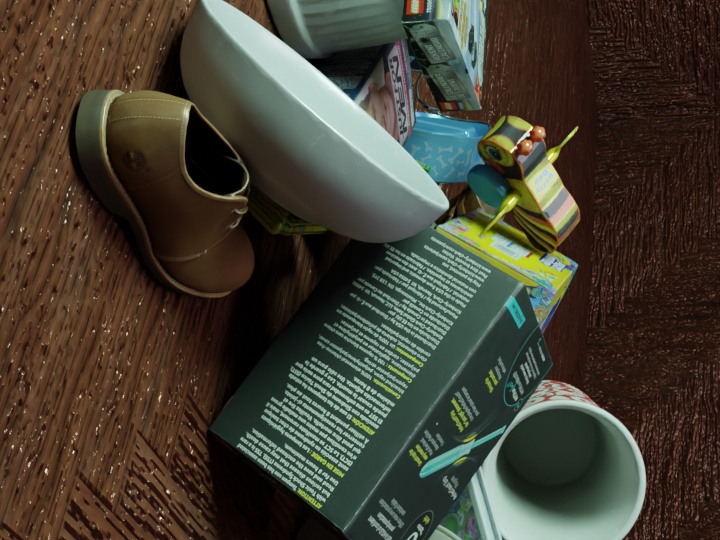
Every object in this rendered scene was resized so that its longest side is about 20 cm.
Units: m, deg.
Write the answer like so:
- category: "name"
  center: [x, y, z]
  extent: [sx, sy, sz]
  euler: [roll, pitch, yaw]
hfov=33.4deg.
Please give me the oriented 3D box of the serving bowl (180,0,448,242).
- category: "serving bowl"
  center: [-0.039, -0.082, 0.753]
  extent: [0.066, 0.200, 0.200]
  euler: [-49, 169, 12]

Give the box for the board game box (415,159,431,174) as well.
- category: "board game box"
  center: [0.000, 0.000, 0.966]
  extent: [0.200, 0.023, 0.105]
  euler: [-55, 168, -49]

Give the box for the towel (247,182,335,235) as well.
- category: "towel"
  center: [-0.052, -0.060, 0.832]
  extent: [0.086, 0.018, 0.200]
  euler: [47, 12, 9]

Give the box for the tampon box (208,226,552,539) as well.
- category: "tampon box"
  center: [0.020, 0.087, 0.841]
  extent: [0.201, 0.126, 0.150]
  euler: [-52, 152, -12]

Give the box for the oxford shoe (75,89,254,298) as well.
- category: "oxford shoe"
  center: [-0.092, -0.036, 0.697]
  extent: [0.200, 0.071, 0.072]
  euler: [60, 30, -64]

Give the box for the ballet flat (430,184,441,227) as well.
- category: "ballet flat"
  center: [0.038, -0.031, 1.165]
  extent: [0.200, 0.071, 0.072]
  euler: [-60, 146, -58]

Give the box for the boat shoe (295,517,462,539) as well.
- category: "boat shoe"
  center: [0.032, 0.225, 0.900]
  extent: [0.057, 0.199, 0.067]
  euler: [48, 63, -33]

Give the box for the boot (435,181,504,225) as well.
- category: "boot"
  center: [0.111, -0.007, 1.281]
  extent: [0.155, 0.073, 0.201]
  euler: [123, -28, -46]

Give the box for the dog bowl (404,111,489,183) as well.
- category: "dog bowl"
  center: [0.073, -0.126, 1.213]
  extent: [0.200, 0.110, 0.050]
  euler: [-34, 135, -71]

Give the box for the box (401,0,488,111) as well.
- category: "box"
  center: [0.072, -0.247, 0.949]
  extent: [0.137, 0.039, 0.202]
  euler: [53, 40, -63]

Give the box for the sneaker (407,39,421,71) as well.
- category: "sneaker"
  center: [0.058, -0.315, 1.210]
  extent: [0.141, 0.077, 0.201]
  euler: [-73, 157, -44]

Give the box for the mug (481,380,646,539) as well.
- category: "mug"
  center: [0.164, 0.185, 1.066]
  extent: [0.200, 0.132, 0.179]
  euler: [-36, 147, -83]

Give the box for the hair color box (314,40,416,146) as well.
- category: "hair color box"
  center: [-0.005, -0.129, 1.017]
  extent: [0.200, 0.060, 0.101]
  euler: [-64, 149, -56]

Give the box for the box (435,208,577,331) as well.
- category: "box"
  center: [0.101, 0.060, 1.143]
  extent: [0.194, 0.121, 0.200]
  euler: [-63, 169, 15]

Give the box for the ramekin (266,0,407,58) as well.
- category: "ramekin"
  center: [-0.003, -0.271, 0.948]
  extent: [0.200, 0.104, 0.202]
  euler: [0, 90, -74]

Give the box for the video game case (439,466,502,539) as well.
- category: "video game case"
  center: [0.055, 0.218, 0.938]
  extent: [0.144, 0.018, 0.201]
  euler: [-52, -147, 32]

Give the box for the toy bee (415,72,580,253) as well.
- category: "toy bee"
  center: [0.138, -0.091, 1.082]
  extent: [0.109, 0.199, 0.132]
  euler: [9, -106, 65]
